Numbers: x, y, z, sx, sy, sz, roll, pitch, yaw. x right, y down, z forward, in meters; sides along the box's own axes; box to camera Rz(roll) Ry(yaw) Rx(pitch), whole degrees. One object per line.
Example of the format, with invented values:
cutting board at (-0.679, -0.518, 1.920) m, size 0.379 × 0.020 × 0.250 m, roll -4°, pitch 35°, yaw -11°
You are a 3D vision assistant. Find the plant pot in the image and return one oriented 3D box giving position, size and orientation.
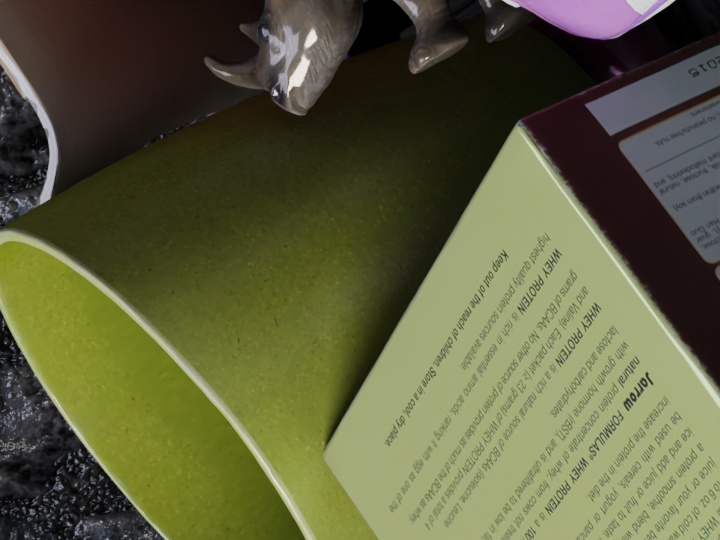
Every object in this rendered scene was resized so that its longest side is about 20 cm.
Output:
plant pot at (0.000, 0.000, 1.010) m, size 0.187 × 0.200 × 0.187 m, roll 42°, pitch 160°, yaw 20°

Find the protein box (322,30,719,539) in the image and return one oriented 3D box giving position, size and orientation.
protein box at (0.120, 0.063, 0.831) m, size 0.200 × 0.135 × 0.199 m, roll 55°, pitch 148°, yaw 18°

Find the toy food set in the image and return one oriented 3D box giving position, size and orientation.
toy food set at (-0.127, -0.124, 1.068) m, size 0.200 × 0.143 × 0.060 m, roll 55°, pitch 132°, yaw 6°

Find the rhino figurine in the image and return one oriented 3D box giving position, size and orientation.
rhino figurine at (0.020, -0.112, 0.901) m, size 0.060 × 0.200 × 0.088 m, roll -20°, pitch -98°, yaw -55°

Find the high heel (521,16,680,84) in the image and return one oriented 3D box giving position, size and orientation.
high heel at (0.066, -0.085, 1.103) m, size 0.096 × 0.067 × 0.200 m, roll 47°, pitch 170°, yaw -3°

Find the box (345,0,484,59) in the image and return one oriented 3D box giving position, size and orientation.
box at (-0.012, -0.167, 1.135) m, size 0.200 × 0.107 × 0.148 m, roll 53°, pitch 174°, yaw 21°

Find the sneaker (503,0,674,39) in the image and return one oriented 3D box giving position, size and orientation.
sneaker at (0.014, -0.103, 0.789) m, size 0.114 × 0.073 × 0.200 m, roll 32°, pitch 169°, yaw -39°
